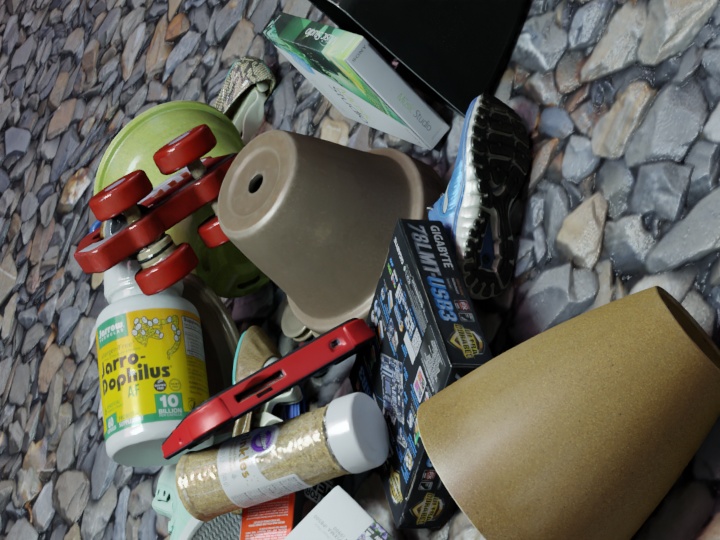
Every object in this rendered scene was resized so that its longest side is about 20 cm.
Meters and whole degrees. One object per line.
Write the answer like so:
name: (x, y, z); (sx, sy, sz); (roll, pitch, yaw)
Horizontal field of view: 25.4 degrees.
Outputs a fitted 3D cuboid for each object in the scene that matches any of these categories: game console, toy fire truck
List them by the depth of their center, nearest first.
game console: (-0.087, 0.114, 1.492); (0.031, 0.199, 0.177); (59, 158, 7)
toy fire truck: (-0.208, -0.058, 1.633); (0.199, 0.113, 0.168); (-37, 13, -22)

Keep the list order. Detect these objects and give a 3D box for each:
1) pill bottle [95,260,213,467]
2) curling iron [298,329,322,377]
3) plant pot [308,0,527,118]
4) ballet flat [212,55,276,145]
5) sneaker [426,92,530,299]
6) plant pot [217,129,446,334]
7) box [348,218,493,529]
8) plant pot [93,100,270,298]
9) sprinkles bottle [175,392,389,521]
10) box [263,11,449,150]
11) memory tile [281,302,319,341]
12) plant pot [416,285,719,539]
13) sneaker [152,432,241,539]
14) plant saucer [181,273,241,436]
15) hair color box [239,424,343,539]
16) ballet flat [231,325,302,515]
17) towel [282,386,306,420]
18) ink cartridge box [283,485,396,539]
pill bottle: (-0.217, 0.093, 1.661); (0.112, 0.112, 0.202); (-31, 59, 44)
curling iron: (-0.055, 0.030, 1.710); (0.049, 0.025, 0.201); (-39, 42, 31)
plant pot: (0.059, -0.297, 1.592); (0.178, 0.200, 0.199); (-51, 33, 3)
ballet flat: (-0.166, -0.167, 1.968); (0.075, 0.068, 0.201); (41, 105, 41)
sneaker: (0.099, -0.070, 1.486); (0.089, 0.078, 0.202); (-10, 64, 52)
plant pot: (-0.039, -0.050, 1.547); (0.199, 0.174, 0.202); (-27, 48, 35)
box: (0.051, 0.091, 1.428); (0.201, 0.049, 0.200); (-109, 26, -48)
plant pot: (-0.175, -0.066, 1.821); (0.184, 0.199, 0.202); (40, 106, 45)
sprinkles bottle: (-0.072, 0.171, 1.445); (0.199, 0.068, 0.069); (-22, 52, 26)
box: (-0.007, -0.199, 1.659); (0.036, 0.144, 0.200); (-51, 31, -7)
memory tile: (0.000, 0.000, 1.627); (0.199, 0.017, 0.155); (-4, 64, 48)
plant pot: (0.175, 0.111, 1.189); (0.200, 0.186, 0.187); (-42, 38, 16)
sneaker: (-0.178, 0.273, 1.667); (0.118, 0.074, 0.202); (-22, 43, 45)
plant saucer: (-0.189, 0.099, 1.770); (0.199, 0.029, 0.202); (26, 125, 44)
hair color box: (-0.066, 0.256, 1.510); (0.061, 0.101, 0.202); (-9, 61, 25)
ballet flat: (-0.098, 0.152, 1.638); (0.072, 0.068, 0.202); (-8, 62, 35)
towel: (-0.117, 0.226, 1.690); (0.200, 0.024, 0.146); (-41, 40, 38)
ink cartridge box: (-0.049, 0.299, 1.393); (0.109, 0.050, 0.200); (40, 74, 24)
